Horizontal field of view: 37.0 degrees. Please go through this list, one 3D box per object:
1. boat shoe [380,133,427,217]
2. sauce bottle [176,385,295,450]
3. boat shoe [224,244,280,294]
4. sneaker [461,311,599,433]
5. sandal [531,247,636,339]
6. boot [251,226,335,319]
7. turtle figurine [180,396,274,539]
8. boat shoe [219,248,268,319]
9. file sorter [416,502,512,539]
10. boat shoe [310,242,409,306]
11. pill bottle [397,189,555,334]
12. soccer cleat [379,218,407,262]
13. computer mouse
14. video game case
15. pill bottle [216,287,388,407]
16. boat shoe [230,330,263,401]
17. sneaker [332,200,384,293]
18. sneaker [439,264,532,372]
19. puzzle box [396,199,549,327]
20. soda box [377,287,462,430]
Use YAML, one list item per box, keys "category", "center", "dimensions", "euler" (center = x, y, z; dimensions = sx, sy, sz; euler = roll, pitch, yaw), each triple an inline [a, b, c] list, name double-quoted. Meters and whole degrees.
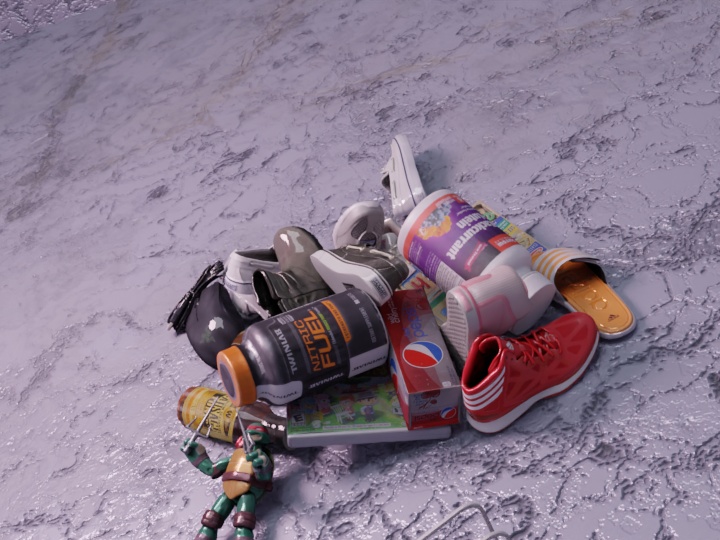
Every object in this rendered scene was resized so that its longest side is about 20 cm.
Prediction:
- category: "boat shoe"
  center: [0.063, -0.159, 1.772]
  dimensions: [0.066, 0.074, 0.200]
  euler: [-19, 34, 4]
- category: "sauce bottle"
  center: [-0.159, 0.198, 1.432]
  dimensions: [0.199, 0.066, 0.066]
  euler: [5, 43, 40]
- category: "boat shoe"
  center: [-0.112, -0.010, 1.617]
  dimensions: [0.073, 0.066, 0.200]
  euler: [29, 28, 36]
- category: "sneaker"
  center: [0.201, 0.100, 1.270]
  dimensions: [0.200, 0.116, 0.078]
  euler: [-42, 53, -14]
- category: "sandal"
  center: [0.285, 0.011, 1.392]
  dimensions: [0.079, 0.059, 0.207]
  euler: [-26, 36, -13]
- category: "boot"
  center: [-0.100, 0.010, 1.489]
  dimensions: [0.068, 0.130, 0.201]
  euler: [-41, 58, 26]
- category: "turtle figurine"
  center: [-0.150, 0.250, 1.310]
  dimensions: [0.149, 0.101, 0.201]
  euler: [-18, 52, 44]
- category: "boat shoe"
  center: [-0.168, 0.038, 1.666]
  dimensions: [0.069, 0.072, 0.200]
  euler: [-53, 45, 9]
- category: "file sorter"
  center: [0.128, 0.336, 0.996]
  dimensions: [0.139, 0.125, 0.200]
  euler: [-34, 34, -13]
- category: "boat shoe"
  center: [0.000, 0.000, 1.416]
  dimensions: [0.064, 0.071, 0.200]
  euler: [-39, 25, -16]
- category: "pill bottle"
  center: [0.153, -0.008, 1.413]
  dimensions: [0.111, 0.112, 0.200]
  euler: [-39, 62, -20]
- category: "soccer cleat"
  center: [0.049, 0.000, 1.549]
  dimensions: [0.070, 0.087, 0.200]
  euler: [-21, 33, 7]
- category: "computer mouse"
  center: [-0.237, 0.074, 1.633]
  dimensions: [0.139, 0.053, 0.200]
  euler: [-53, 38, 10]
- category: "video game case"
  center: [0.004, 0.148, 1.367]
  dimensions: [0.199, 0.022, 0.182]
  euler: [-3, 36, -3]
- category: "pill bottle"
  center: [-0.074, 0.101, 1.325]
  dimensions: [0.199, 0.107, 0.106]
  euler: [-20, 29, -23]
- category: "boat shoe"
  center: [-0.123, 0.141, 1.481]
  dimensions: [0.074, 0.076, 0.200]
  euler: [-44, 37, -20]
- category: "sneaker"
  center: [0.003, -0.007, 1.523]
  dimensions: [0.074, 0.201, 0.082]
  euler: [-8, 39, -27]
- category: "sneaker"
  center: [0.158, 0.061, 1.318]
  dimensions: [0.104, 0.200, 0.075]
  euler: [-28, 65, -13]
- category: "puzzle box"
  center: [0.147, 0.000, 1.491]
  dimensions: [0.133, 0.025, 0.200]
  euler: [38, 65, 25]
- category: "soda box"
  center: [0.069, 0.107, 1.351]
  dimensions: [0.070, 0.064, 0.200]
  euler: [-8, 36, -7]
